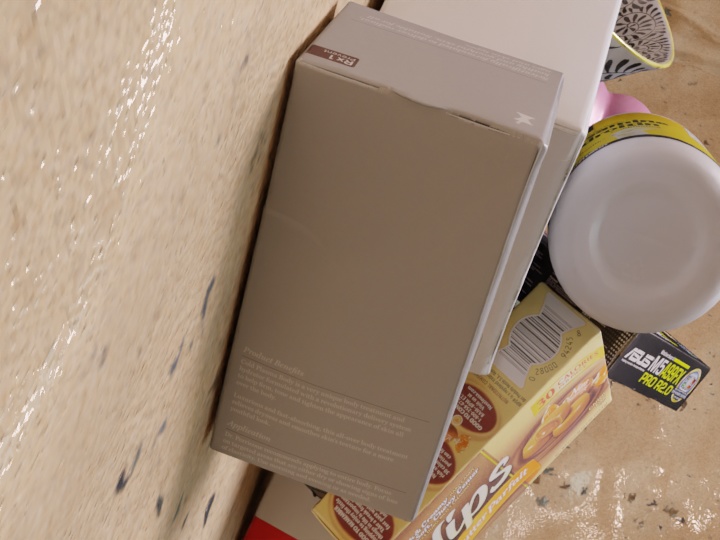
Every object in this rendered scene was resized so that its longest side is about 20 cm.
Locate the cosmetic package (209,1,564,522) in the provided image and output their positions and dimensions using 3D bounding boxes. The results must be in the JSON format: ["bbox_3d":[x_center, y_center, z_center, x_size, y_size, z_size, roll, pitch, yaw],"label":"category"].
[{"bbox_3d":[0.009,-0.001,0.563,0.090,0.106,0.202,-61,171,-61],"label":"cosmetic package"}]

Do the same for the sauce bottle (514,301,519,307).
[{"bbox_3d":[0.115,0.022,1.178,0.200,0.064,0.065,147,-35,-71],"label":"sauce bottle"}]

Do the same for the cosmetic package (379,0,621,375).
[{"bbox_3d":[0.064,-0.090,0.741,0.201,0.122,0.201,106,5,-49],"label":"cosmetic package"}]

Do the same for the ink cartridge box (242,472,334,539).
[{"bbox_3d":[-0.015,0.148,0.893,0.202,0.067,0.116,-65,164,-3],"label":"ink cartridge box"}]

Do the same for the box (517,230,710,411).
[{"bbox_3d":[0.152,0.015,0.955,0.044,0.200,0.160,-52,146,8],"label":"box"}]

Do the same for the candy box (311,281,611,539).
[{"bbox_3d":[0.069,0.114,0.808,0.200,0.055,0.116,-43,150,-9],"label":"candy box"}]

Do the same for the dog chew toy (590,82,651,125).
[{"bbox_3d":[0.133,-0.114,0.982,0.125,0.198,0.126,20,90,-85],"label":"dog chew toy"}]

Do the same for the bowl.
[{"bbox_3d":[0.120,-0.199,0.886,0.094,0.201,0.201,-33,-164,29],"label":"bowl"}]

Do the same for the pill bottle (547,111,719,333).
[{"bbox_3d":[0.173,-0.039,0.807,0.200,0.111,0.113,-57,165,-75],"label":"pill bottle"}]
